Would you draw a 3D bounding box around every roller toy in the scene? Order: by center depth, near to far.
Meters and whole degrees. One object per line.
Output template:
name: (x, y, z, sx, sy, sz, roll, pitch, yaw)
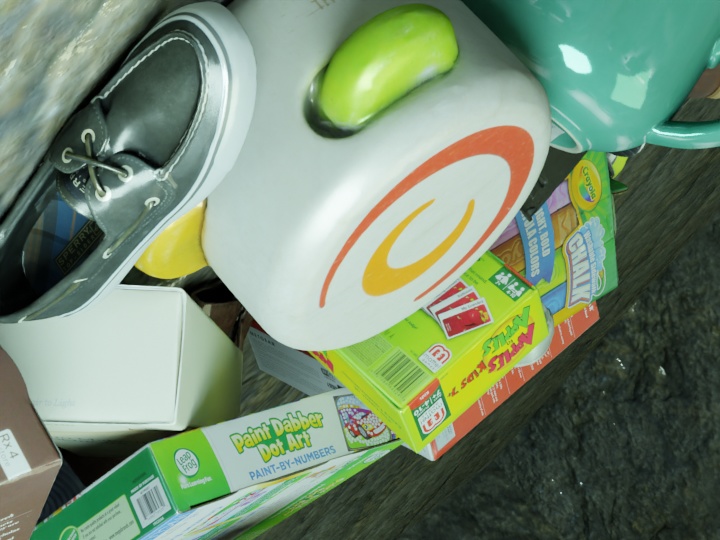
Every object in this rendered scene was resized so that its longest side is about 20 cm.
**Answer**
roller toy: (-0.011, -0.064, 0.921, 0.200, 0.140, 0.182, -51, 155, 21)

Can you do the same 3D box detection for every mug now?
mug: (0.124, -0.129, 0.989, 0.152, 0.185, 0.115, 37, 85, -47)

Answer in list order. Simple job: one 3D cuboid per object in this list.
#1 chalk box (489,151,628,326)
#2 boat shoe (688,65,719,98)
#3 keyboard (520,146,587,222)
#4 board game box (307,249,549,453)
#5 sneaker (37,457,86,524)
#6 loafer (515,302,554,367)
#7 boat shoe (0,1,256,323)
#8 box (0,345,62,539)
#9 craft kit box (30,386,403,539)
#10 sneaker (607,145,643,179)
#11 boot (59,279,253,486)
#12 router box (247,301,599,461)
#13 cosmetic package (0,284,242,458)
chalk box: (0.096, -0.036, 1.260, 0.199, 0.124, 0.125, -31, 128, -29)
boat shoe: (0.237, -0.179, 1.270, 0.070, 0.071, 0.200, -3, 158, -4)
keyboard: (0.067, -0.109, 1.112, 0.104, 0.040, 0.200, -48, 134, -7)
board game box: (0.000, 0.000, 1.027, 0.101, 0.200, 0.048, -40, 145, -13)
sneaker: (-0.259, 0.169, 1.091, 0.199, 0.081, 0.115, -33, 169, -16)
loafer: (0.029, -0.007, 1.116, 0.070, 0.199, 0.070, -54, 164, -37)
boat shoe: (-0.115, -0.040, 0.839, 0.056, 0.069, 0.200, -25, 159, -51)
box: (-0.217, 0.110, 0.915, 0.075, 0.101, 0.200, -20, 157, -32)
craft kit box: (-0.099, 0.137, 1.035, 0.200, 0.049, 0.197, -36, 162, 36)
sneaker: (0.181, -0.124, 1.262, 0.081, 0.074, 0.200, -50, 178, -4)
boot: (-0.148, 0.082, 1.213, 0.200, 0.072, 0.167, -19, 141, -61)
router box: (0.043, 0.037, 1.347, 0.179, 0.199, 0.049, -38, 129, -27)
cosmetic package: (-0.130, 0.060, 1.013, 0.200, 0.102, 0.074, 60, 32, -78)
